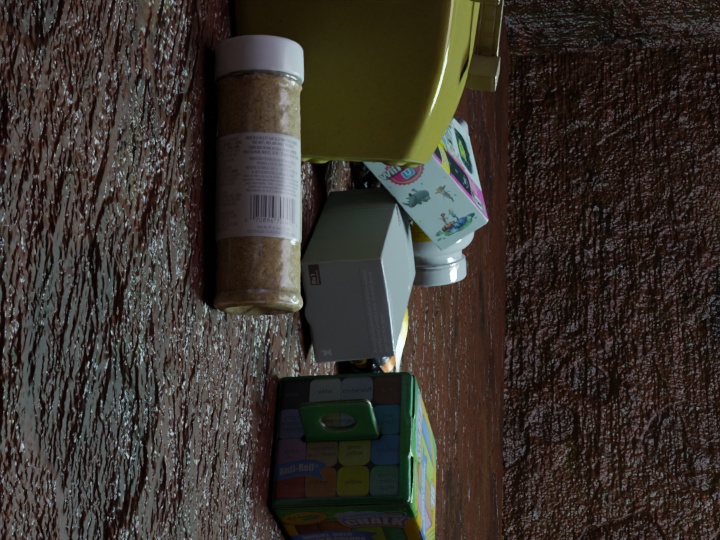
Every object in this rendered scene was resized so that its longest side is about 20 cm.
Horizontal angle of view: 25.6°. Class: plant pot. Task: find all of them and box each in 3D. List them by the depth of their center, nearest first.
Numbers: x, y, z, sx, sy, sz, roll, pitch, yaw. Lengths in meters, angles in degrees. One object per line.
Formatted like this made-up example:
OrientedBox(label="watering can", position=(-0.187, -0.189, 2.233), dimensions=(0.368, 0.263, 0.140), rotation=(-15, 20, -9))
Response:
OrientedBox(label="plant pot", position=(-0.001, -0.189, 1.328), dimensions=(0.195, 0.192, 0.202), rotation=(-19, 113, -80))

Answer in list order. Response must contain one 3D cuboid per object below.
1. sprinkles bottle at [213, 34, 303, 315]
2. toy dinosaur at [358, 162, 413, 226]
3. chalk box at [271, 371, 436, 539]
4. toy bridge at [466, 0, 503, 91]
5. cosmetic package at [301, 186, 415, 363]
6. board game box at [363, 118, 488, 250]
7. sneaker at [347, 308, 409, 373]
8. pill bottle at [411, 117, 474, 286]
OrientedBox(label="sprinkles bottle", position=(-0.076, -0.070, 1.181), dimensions=(0.068, 0.067, 0.202), rotation=(42, 47, -77))
OrientedBox(label="toy dinosaur", position=(0.025, -0.103, 1.795), dimensions=(0.136, 0.101, 0.202), rotation=(116, -34, -58))
OrientedBox(label="chalk box", position=(-0.006, 0.169, 1.384), dimensions=(0.201, 0.123, 0.125), rotation=(70, 20, -59))
OrientedBox(label="toy bridge", position=(0.108, -0.244, 1.310), dimensions=(0.068, 0.027, 0.201), rotation=(-74, 168, -47))
OrientedBox(label="cosmetic package", position=(0.000, 0.000, 1.561), dimensions=(0.200, 0.089, 0.108), rotation=(-79, 162, -65))
OrientedBox(label="board game box", position=(0.044, -0.140, 1.612), dimensions=(0.200, 0.064, 0.148), rotation=(45, 23, -35))
OrientedBox(label="sneaker", position=(0.008, 0.111, 1.680), dimensions=(0.090, 0.069, 0.202), rotation=(31, 56, -61))
OrientedBox(label="pill bottle", position=(0.087, -0.088, 2.016), dimensions=(0.113, 0.111, 0.202), rotation=(-59, 146, -73))
